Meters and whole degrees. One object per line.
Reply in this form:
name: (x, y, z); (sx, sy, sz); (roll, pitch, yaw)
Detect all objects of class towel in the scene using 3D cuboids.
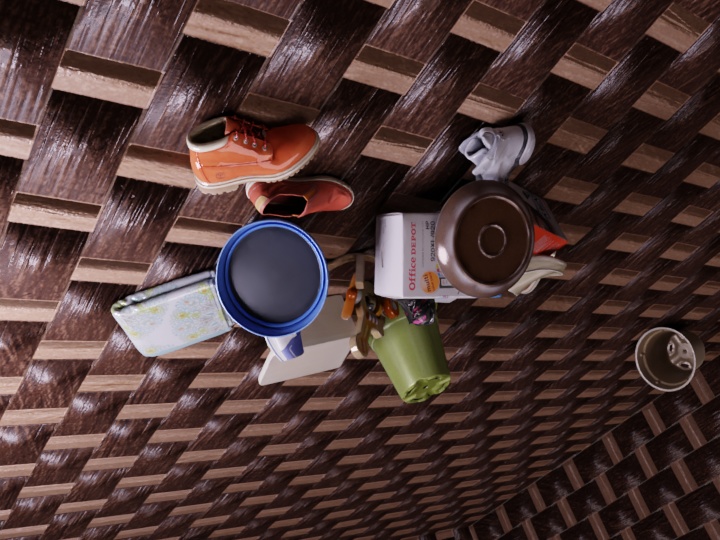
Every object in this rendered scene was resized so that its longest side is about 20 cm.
towel: (-0.339, 0.080, 1.429); (0.195, 0.049, 0.173); (-19, 146, -7)

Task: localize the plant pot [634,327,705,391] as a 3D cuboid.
plant pot: (1.026, 0.275, 2.520); (0.181, 0.203, 0.201); (-6, 148, -46)

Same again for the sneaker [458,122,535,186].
sneaker: (0.220, -0.179, 1.373); (0.112, 0.076, 0.202); (-2, 139, -28)

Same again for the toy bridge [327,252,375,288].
toy bridge: (0.000, 0.000, 1.495); (0.194, 0.069, 0.027); (-1, 149, 5)

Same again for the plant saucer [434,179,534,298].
plant saucer: (0.222, -0.053, 1.330); (0.195, 0.206, 0.032); (-11, -171, -18)

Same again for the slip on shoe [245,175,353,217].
slip on shoe: (-0.094, -0.116, 1.271); (0.196, 0.062, 0.074); (1, 141, -37)

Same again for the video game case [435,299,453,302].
video game case: (0.194, 0.020, 1.668); (0.197, 0.024, 0.181); (4, 149, -46)

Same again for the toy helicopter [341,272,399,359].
toy helicopter: (0.007, 0.093, 1.549); (0.077, 0.202, 0.134); (-21, 118, 24)

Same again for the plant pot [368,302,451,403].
plant pot: (0.117, 0.187, 1.753); (0.195, 0.193, 0.202); (-16, 150, -10)

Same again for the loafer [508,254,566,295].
loafer: (0.324, 0.015, 1.575); (0.195, 0.070, 0.075); (-9, 166, 25)

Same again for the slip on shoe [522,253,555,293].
slip on shoe: (0.384, -0.014, 1.740); (0.060, 0.076, 0.201); (18, 152, 3)

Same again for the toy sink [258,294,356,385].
toy sink: (-0.125, 0.139, 1.596); (0.196, 0.114, 0.131); (-10, 148, -30)

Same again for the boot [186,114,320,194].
boot: (-0.154, -0.183, 1.119); (0.195, 0.076, 0.108); (-18, 145, -6)

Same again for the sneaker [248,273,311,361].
sneaker: (-0.124, 0.058, 1.391); (0.112, 0.204, 0.081); (-15, -167, 14)

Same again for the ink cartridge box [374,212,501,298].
ink cartridge box: (0.137, -0.026, 1.399); (0.194, 0.152, 0.144); (0, -179, -18)

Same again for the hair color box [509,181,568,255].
hair color box: (0.317, -0.104, 1.512); (0.064, 0.113, 0.197); (-40, 146, 29)

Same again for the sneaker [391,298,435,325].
sneaker: (0.115, 0.064, 1.566); (0.075, 0.086, 0.199); (-24, 157, 18)

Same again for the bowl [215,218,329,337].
bowl: (-0.150, 0.012, 1.329); (0.197, 0.204, 0.039); (-27, -171, 8)
